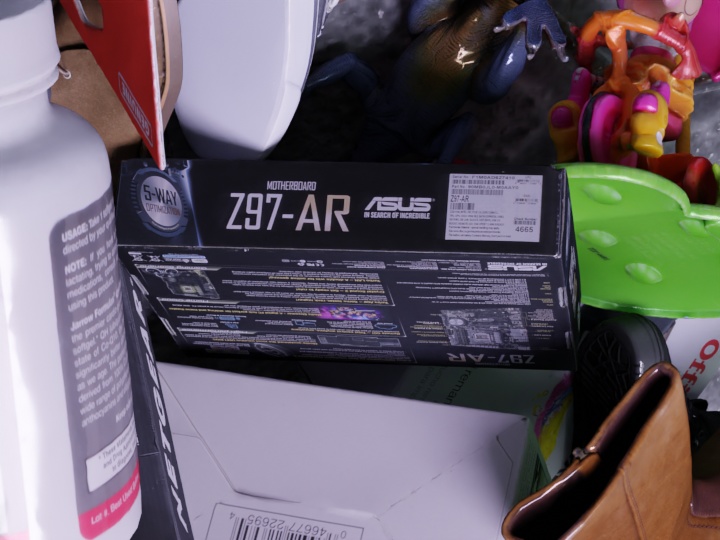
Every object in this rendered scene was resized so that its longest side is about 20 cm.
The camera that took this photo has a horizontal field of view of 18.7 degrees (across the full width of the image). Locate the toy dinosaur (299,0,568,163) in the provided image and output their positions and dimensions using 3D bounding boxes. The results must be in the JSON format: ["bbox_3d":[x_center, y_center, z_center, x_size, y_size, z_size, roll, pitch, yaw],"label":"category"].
[{"bbox_3d":[0.043,-0.079,1.070,0.200,0.105,0.182,-29,163,-34],"label":"toy dinosaur"}]

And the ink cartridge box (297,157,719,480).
[{"bbox_3d":[0.091,0.039,1.189,0.199,0.083,0.146,17,114,-38],"label":"ink cartridge box"}]

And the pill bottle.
[{"bbox_3d":[-0.139,0.004,0.766,0.110,0.111,0.201,-12,112,-22],"label":"pill bottle"}]

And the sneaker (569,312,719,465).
[{"bbox_3d":[0.168,0.090,1.177,0.104,0.060,0.201,-17,135,-21],"label":"sneaker"}]

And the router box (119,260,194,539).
[{"bbox_3d":[-0.160,0.077,0.971,0.148,0.201,0.051,-15,149,0],"label":"router box"}]

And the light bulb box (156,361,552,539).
[{"bbox_3d":[-0.005,0.151,1.095,0.197,0.125,0.200,8,156,17],"label":"light bulb box"}]

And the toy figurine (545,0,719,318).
[{"bbox_3d":[0.144,-0.094,1.056,0.149,0.185,0.200,-7,158,33],"label":"toy figurine"}]

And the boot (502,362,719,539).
[{"bbox_3d":[0.148,0.094,1.034,0.188,0.068,0.200,-42,145,-11],"label":"boot"}]

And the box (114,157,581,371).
[{"bbox_3d":[0.000,0.000,1.013,0.199,0.044,0.160,1,160,10],"label":"box"}]

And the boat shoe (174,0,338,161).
[{"bbox_3d":[-0.033,-0.137,0.955,0.068,0.072,0.201,-25,135,-45],"label":"boat shoe"}]

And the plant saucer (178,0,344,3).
[{"bbox_3d":[-0.024,-0.196,0.977,0.199,0.030,0.201,-16,132,-19],"label":"plant saucer"}]

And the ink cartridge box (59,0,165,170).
[{"bbox_3d":[-0.127,-0.156,0.827,0.043,0.200,0.174,-13,130,-19],"label":"ink cartridge box"}]

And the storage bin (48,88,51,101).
[{"bbox_3d":[-0.197,-0.047,0.888,0.145,0.200,0.135,11,109,-35],"label":"storage bin"}]

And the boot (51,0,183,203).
[{"bbox_3d":[-0.119,-0.095,0.958,0.075,0.074,0.200,-5,142,-14],"label":"boot"}]
